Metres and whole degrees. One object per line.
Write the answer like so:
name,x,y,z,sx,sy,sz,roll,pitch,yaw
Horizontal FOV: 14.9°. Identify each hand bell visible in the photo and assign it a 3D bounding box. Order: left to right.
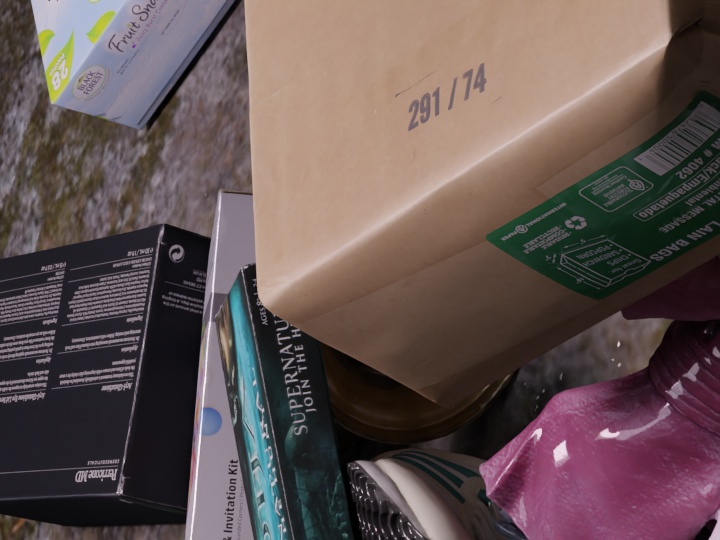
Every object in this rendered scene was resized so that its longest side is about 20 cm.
hand bell,0.000,0.000,1.291,0.200,0.104,0.104,-131,60,-69

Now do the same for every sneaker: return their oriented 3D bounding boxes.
sneaker,0.040,0.102,1.111,0.200,0.093,0.071,-177,77,-81

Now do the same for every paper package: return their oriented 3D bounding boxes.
paper package,0.059,-0.082,0.938,0.200,0.103,0.191,-32,48,37

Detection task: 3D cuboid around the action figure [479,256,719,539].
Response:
action figure,0.126,0.043,0.995,0.200,0.134,0.149,-62,34,26

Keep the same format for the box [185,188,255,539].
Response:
box,-0.059,0.074,1.298,0.156,0.041,0.201,117,157,-80

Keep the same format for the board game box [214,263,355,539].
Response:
board game box,-0.026,0.104,1.134,0.135,0.028,0.201,128,132,-77

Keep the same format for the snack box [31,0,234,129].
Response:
snack box,-0.127,-0.212,1.577,0.169,0.067,0.200,-51,41,34

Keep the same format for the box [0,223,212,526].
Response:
box,-0.133,0.061,1.463,0.200,0.079,0.142,-9,67,57
